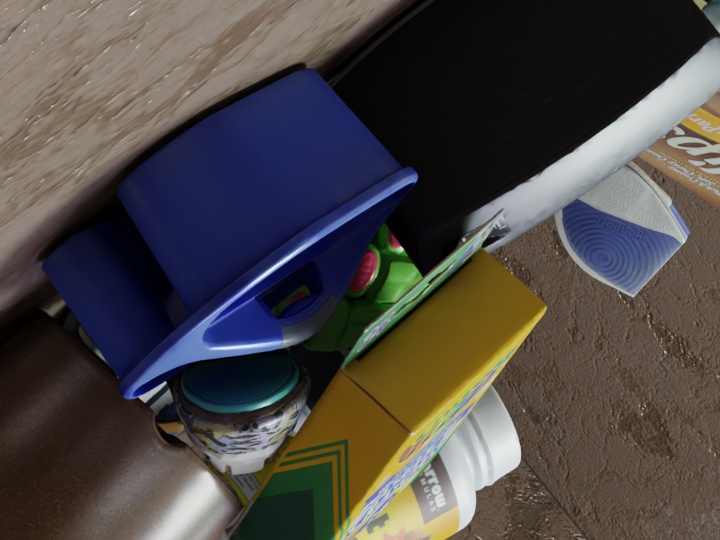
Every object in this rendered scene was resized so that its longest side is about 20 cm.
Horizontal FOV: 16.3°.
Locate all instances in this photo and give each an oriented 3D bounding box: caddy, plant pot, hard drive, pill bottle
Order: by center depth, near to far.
[{"bbox_3d":[-0.055,-0.010,1.208,0.141,0.105,0.200,-40,176,36],"label":"caddy"},{"bbox_3d":[-0.180,0.141,1.297,0.198,0.200,0.200,-45,177,-7],"label":"plant pot"},{"bbox_3d":[0.082,-0.100,1.301,0.200,0.135,0.042,-34,160,0],"label":"hard drive"},{"bbox_3d":[-0.009,0.129,1.471,0.200,0.109,0.109,-28,173,-16],"label":"pill bottle"}]

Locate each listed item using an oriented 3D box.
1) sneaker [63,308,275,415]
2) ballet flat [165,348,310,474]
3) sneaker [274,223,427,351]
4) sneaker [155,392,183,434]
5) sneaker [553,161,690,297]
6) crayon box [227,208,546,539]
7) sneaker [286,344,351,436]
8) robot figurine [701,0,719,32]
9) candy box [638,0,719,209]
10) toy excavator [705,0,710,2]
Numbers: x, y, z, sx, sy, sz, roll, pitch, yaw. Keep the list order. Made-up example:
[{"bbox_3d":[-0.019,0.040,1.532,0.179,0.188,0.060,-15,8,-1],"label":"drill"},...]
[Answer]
[{"bbox_3d":[-0.103,0.017,1.403,0.200,0.076,0.080,-46,152,7],"label":"sneaker"},{"bbox_3d":[-0.063,0.065,1.288,0.072,0.072,0.200,-39,-160,2],"label":"ballet flat"},{"bbox_3d":[0.012,-0.042,1.372,0.200,0.077,0.084,-62,-165,-15],"label":"sneaker"},{"bbox_3d":[-0.132,0.055,1.520,0.075,0.088,0.200,7,167,-44],"label":"sneaker"},{"bbox_3d":[0.141,-0.088,1.651,0.081,0.199,0.115,-45,-175,34],"label":"sneaker"},{"bbox_3d":[0.018,0.070,1.281,0.126,0.052,0.200,-40,168,-41],"label":"crayon box"},{"bbox_3d":[0.000,0.000,1.450,0.108,0.070,0.200,-32,-141,26],"label":"sneaker"},{"bbox_3d":[0.224,-0.210,1.438,0.200,0.113,0.170,-20,121,-78],"label":"robot figurine"},{"bbox_3d":[0.200,-0.113,1.560,0.115,0.200,0.055,-16,-131,56],"label":"candy box"},{"bbox_3d":[0.231,-0.162,1.659,0.100,0.195,0.200,-37,-169,-24],"label":"toy excavator"}]
